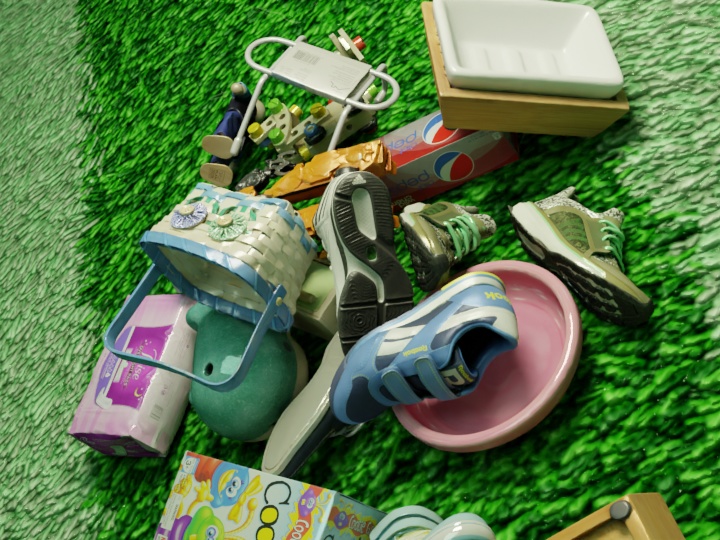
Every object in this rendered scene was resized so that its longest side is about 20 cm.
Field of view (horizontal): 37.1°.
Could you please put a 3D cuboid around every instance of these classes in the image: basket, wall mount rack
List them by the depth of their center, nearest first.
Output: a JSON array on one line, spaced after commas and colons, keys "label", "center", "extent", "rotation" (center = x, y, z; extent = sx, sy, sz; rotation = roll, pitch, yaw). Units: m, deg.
[{"label": "basket", "center": [-0.151, 0.016, 1.082], "extent": [0.176, 0.139, 0.200], "rotation": [13, 68, 31]}, {"label": "wall mount rack", "center": [-0.059, -0.194, 1.263], "extent": [0.200, 0.075, 0.174], "rotation": [23, 56, 19]}]

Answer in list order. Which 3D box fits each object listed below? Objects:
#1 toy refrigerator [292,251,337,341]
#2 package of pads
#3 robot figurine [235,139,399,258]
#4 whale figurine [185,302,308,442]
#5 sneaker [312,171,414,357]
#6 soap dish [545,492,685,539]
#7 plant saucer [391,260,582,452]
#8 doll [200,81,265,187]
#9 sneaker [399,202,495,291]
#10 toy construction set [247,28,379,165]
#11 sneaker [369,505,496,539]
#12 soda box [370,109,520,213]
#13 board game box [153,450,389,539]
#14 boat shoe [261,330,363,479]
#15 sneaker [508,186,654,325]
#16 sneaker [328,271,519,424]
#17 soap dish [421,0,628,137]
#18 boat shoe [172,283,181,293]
[{"label": "toy refrigerator", "center": [-0.076, 0.016, 1.222], "extent": [0.200, 0.070, 0.076], "rotation": [19, 70, 46]}, {"label": "package of pads", "center": [-0.252, 0.121, 1.272], "extent": [0.120, 0.076, 0.200], "rotation": [-5, 55, 36]}, {"label": "robot figurine", "center": [-0.057, -0.067, 1.179], "extent": [0.200, 0.058, 0.145], "rotation": [-15, 59, 26]}, {"label": "whale figurine", "center": [-0.143, 0.090, 1.162], "extent": [0.159, 0.104, 0.200], "rotation": [-45, 54, 18]}, {"label": "sneaker", "center": [0.000, 0.000, 1.065], "extent": [0.076, 0.201, 0.115], "rotation": [-7, 9, -12]}, {"label": "soap dish", "center": [0.188, 0.274, 0.785], "extent": [0.157, 0.081, 0.200], "rotation": [-33, 43, 13]}, {"label": "plant saucer", "center": [0.121, 0.086, 1.020], "extent": [0.200, 0.051, 0.201], "rotation": [-21, 46, 23]}, {"label": "doll", "center": [-0.169, -0.181, 1.435], "extent": [0.048, 0.137, 0.200], "rotation": [11, 31, 3]}, {"label": "sneaker", "center": [0.091, -0.039, 1.076], "extent": [0.089, 0.077, 0.200], "rotation": [-17, 14, 8]}, {"label": "toy construction set", "center": [-0.050, -0.208, 1.379], "extent": [0.200, 0.092, 0.131], "rotation": [-47, 39, 14]}, {"label": "sneaker", "center": [0.052, 0.227, 0.878], "extent": [0.131, 0.080, 0.200], "rotation": [-92, 19, -47]}, {"label": "soda box", "center": [0.078, -0.129, 1.222], "extent": [0.200, 0.063, 0.070], "rotation": [-22, 43, 24]}, {"label": "board game box", "center": [-0.081, 0.248, 0.999], "extent": [0.200, 0.105, 0.103], "rotation": [4, 69, 41]}, {"label": "boat shoe", "center": [-0.027, 0.133, 1.086], "extent": [0.075, 0.062, 0.200], "rotation": [-6, 47, 53]}, {"label": "sneaker", "center": [0.222, -0.027, 1.020], "extent": [0.089, 0.077, 0.200], "rotation": [-36, 43, -4]}, {"label": "sneaker", "center": [0.058, 0.084, 0.980], "extent": [0.200, 0.074, 0.082], "rotation": [-37, 43, 9]}, {"label": "soap dish", "center": [0.167, -0.214, 1.134], "extent": [0.200, 0.081, 0.157], "rotation": [3, 48, -10]}, {"label": "boat shoe", "center": [-0.183, -0.032, 1.321], "extent": [0.086, 0.075, 0.202], "rotation": [-13, 17, 5]}]
